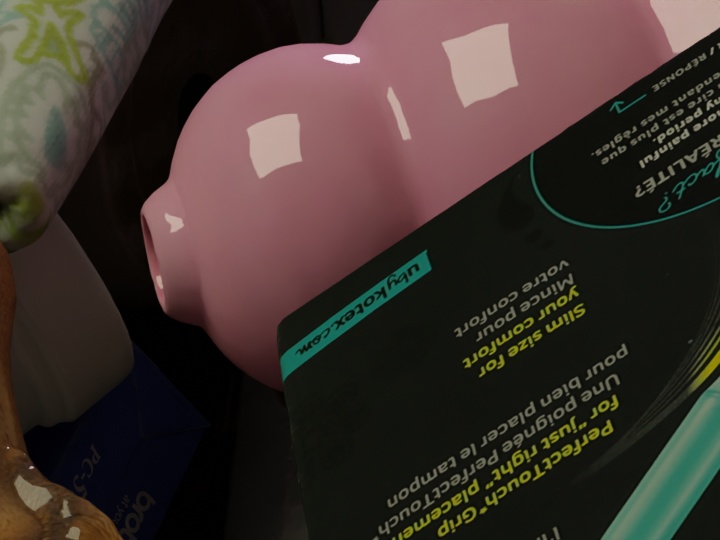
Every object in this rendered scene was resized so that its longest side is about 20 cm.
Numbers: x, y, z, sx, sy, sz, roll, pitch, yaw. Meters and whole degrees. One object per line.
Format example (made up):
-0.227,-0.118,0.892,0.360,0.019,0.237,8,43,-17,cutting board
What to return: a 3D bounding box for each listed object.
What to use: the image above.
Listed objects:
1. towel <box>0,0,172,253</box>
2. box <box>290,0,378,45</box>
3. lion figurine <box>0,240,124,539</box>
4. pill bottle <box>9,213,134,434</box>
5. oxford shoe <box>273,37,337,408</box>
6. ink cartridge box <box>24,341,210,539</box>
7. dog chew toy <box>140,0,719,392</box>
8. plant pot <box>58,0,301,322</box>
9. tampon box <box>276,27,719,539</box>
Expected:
-0.147,-0.065,0.679,0.199,0.048,0.172,1,41,16,towel
-0.005,-0.192,0.882,0.128,0.109,0.200,32,68,16,box
-0.094,0.041,0.552,0.122,0.072,0.201,-26,73,17,lion figurine
-0.165,0.049,0.676,0.200,0.117,0.116,-38,28,-17,pill bottle
0.000,0.000,0.708,0.071,0.071,0.200,-37,31,11,oxford shoe
-0.145,0.080,0.783,0.199,0.044,0.094,-9,42,40,ink cartridge box
0.050,-0.025,0.583,0.199,0.125,0.125,-13,28,-11,dog chew toy
-0.118,-0.053,0.821,0.173,0.200,0.200,5,49,28,plant pot
0.086,0.066,0.461,0.150,0.126,0.200,-33,31,12,tampon box
